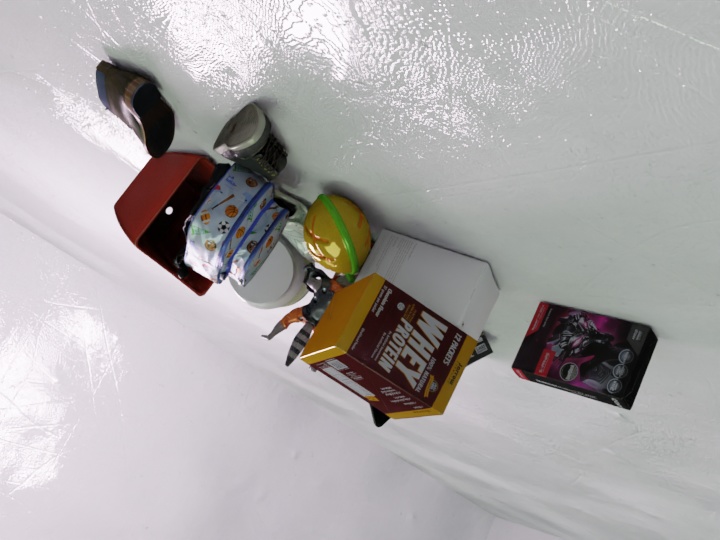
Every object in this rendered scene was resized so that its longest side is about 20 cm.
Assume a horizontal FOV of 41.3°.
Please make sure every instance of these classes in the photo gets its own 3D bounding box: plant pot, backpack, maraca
[{"bbox_3d":[-0.341,-0.108,1.787,0.176,0.201,0.200,30,170,42],"label":"plant pot"},{"bbox_3d":[-0.206,-0.075,1.545,0.153,0.201,0.191,25,160,7],"label":"backpack"},{"bbox_3d":[-0.038,-0.051,1.571,0.200,0.106,0.138,92,154,-70],"label":"maraca"}]

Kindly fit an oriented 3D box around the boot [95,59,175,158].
[{"bbox_3d":[-0.365,-0.265,1.555,0.097,0.075,0.200,35,159,16],"label":"boot"}]

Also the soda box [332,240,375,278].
[{"bbox_3d":[0.000,0.000,1.762,0.067,0.064,0.200,29,164,-5],"label":"soda box"}]

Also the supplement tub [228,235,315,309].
[{"bbox_3d":[-0.168,-0.001,1.798,0.144,0.146,0.200,26,-178,6],"label":"supplement tub"}]

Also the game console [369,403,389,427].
[{"bbox_3d":[0.024,0.172,1.840,0.176,0.116,0.202,21,126,65],"label":"game console"}]

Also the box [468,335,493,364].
[{"bbox_3d":[0.164,0.191,1.921,0.050,0.157,0.200,64,167,8],"label":"box"}]

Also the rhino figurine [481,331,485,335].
[{"bbox_3d":[0.146,0.094,1.824,0.199,0.060,0.087,18,165,25],"label":"rhino figurine"}]

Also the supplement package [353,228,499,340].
[{"bbox_3d":[0.110,0.034,1.582,0.199,0.122,0.120,20,161,27],"label":"supplement package"}]

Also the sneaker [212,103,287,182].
[{"bbox_3d":[-0.144,-0.188,1.425,0.106,0.075,0.200,28,174,-20],"label":"sneaker"}]

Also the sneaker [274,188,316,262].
[{"bbox_3d":[-0.102,-0.076,1.686,0.199,0.071,0.080,32,161,-12],"label":"sneaker"}]

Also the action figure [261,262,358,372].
[{"bbox_3d":[-0.051,0.093,1.676,0.199,0.194,0.105,37,-167,1],"label":"action figure"}]

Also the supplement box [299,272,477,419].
[{"bbox_3d":[0.041,0.127,1.523,0.199,0.133,0.197,33,160,-12],"label":"supplement box"}]

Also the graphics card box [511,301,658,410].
[{"bbox_3d":[0.347,0.130,1.489,0.199,0.126,0.051,15,160,40],"label":"graphics card box"}]
